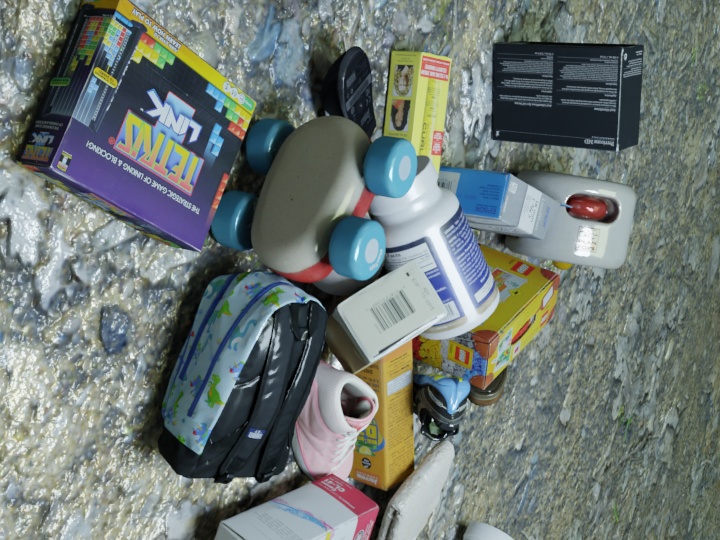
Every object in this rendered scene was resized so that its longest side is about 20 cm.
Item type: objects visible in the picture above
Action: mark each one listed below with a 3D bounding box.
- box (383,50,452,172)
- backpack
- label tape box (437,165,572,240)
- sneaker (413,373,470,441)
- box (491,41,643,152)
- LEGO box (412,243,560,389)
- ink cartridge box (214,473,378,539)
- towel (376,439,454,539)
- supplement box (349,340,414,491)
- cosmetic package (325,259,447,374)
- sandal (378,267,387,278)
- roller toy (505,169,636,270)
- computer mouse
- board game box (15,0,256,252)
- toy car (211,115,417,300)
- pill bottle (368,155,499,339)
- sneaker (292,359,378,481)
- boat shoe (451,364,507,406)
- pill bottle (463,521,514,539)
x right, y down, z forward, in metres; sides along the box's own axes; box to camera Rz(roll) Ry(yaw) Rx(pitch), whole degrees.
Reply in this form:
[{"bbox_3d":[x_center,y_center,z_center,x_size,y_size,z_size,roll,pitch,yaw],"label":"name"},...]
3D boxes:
[{"bbox_3d":[0.068,-0.172,1.320,0.075,0.050,0.202,-2,100,-52],"label":"box"},{"bbox_3d":[-0.115,0.101,1.078,0.163,0.154,0.201,9,118,-50],"label":"backpack"},{"bbox_3d":[0.180,-0.085,1.414,0.200,0.144,0.064,17,85,-54],"label":"label tape box"},{"bbox_3d":[0.093,0.180,1.364,0.200,0.070,0.083,136,-35,-79],"label":"sneaker"},{"bbox_3d":[0.290,-0.250,1.474,0.079,0.199,0.142,-17,113,-50],"label":"box"},{"bbox_3d":[0.155,0.053,1.401,0.200,0.148,0.078,-37,140,-44],"label":"LEGO box"},{"bbox_3d":[-0.083,0.335,1.190,0.199,0.085,0.148,-8,122,-52],"label":"ink cartridge box"},{"bbox_3d":[0.066,0.327,1.396,0.133,0.034,0.201,-44,157,-40],"label":"towel"},{"bbox_3d":[0.025,0.176,1.339,0.069,0.066,0.201,-24,117,-48],"label":"supplement box"},{"bbox_3d":[0.021,0.059,1.175,0.105,0.200,0.071,-31,85,-10],"label":"cosmetic package"},{"bbox_3d":[0.001,-0.001,1.274,0.200,0.048,0.076,28,77,-54],"label":"sandal"},{"bbox_3d":[0.312,-0.071,1.564,0.199,0.182,0.141,4,97,-54],"label":"roller toy"},{"bbox_3d":[-0.027,-0.152,1.206,0.141,0.046,0.201,-58,151,-32],"label":"computer mouse"},{"bbox_3d":[-0.199,-0.130,0.966,0.200,0.056,0.166,33,71,-52],"label":"board game box"},{"bbox_3d":[-0.022,-0.048,1.127,0.200,0.183,0.178,47,61,-56],"label":"toy car"},{"bbox_3d":[0.080,-0.028,1.248,0.116,0.115,0.201,-44,118,-38],"label":"pill bottle"},{"bbox_3d":[-0.025,0.192,1.243,0.075,0.104,0.201,-46,134,-39],"label":"sneaker"},{"bbox_3d":[0.157,0.126,1.424,0.200,0.071,0.068,-96,-174,-57],"label":"boat shoe"},{"bbox_3d":[0.161,0.487,1.562,0.201,0.112,0.113,-60,140,-24],"label":"pill bottle"}]
